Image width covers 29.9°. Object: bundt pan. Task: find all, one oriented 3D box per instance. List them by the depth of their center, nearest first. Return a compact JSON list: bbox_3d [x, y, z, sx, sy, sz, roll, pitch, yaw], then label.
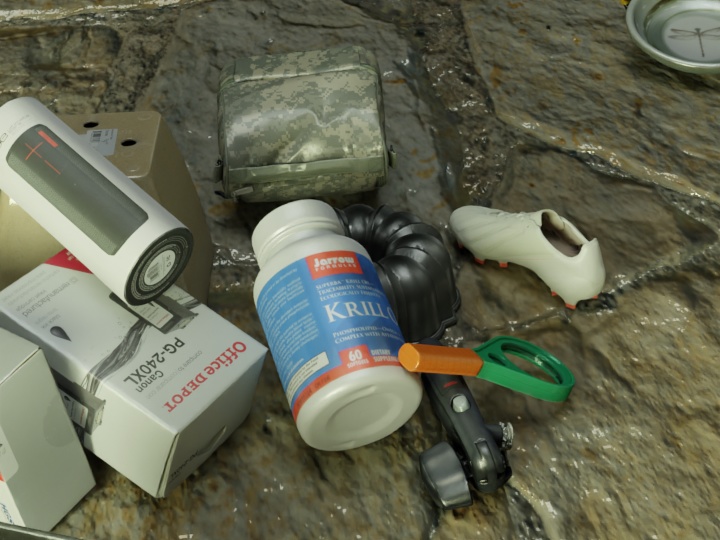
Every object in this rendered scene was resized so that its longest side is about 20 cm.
[{"bbox_3d":[0.000,0.000,1.307,0.198,0.077,0.203,-1,32,1],"label":"bundt pan"}]

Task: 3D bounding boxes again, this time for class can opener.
[{"bbox_3d":[0.078,0.117,1.129,0.077,0.064,0.201,-7,33,-6],"label":"can opener"}]

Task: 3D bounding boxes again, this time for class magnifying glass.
[{"bbox_3d":[0.109,0.080,1.140,0.198,0.023,0.080,11,25,-44],"label":"magnifying glass"}]

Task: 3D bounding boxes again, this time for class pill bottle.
[{"bbox_3d":[-0.029,0.041,1.153,0.111,0.113,0.202,-13,56,-16],"label":"pill bottle"}]

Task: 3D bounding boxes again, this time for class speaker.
[{"bbox_3d":[-0.236,-0.061,1.140,0.199,0.082,0.081,40,48,20],"label":"speaker"}]

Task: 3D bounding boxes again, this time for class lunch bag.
[{"bbox_3d":[-0.065,-0.148,1.481,0.197,0.141,0.169,-5,32,-2],"label":"lunch bag"}]

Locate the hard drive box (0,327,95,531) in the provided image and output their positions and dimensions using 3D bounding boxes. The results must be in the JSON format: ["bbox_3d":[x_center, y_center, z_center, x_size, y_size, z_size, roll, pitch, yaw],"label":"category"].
[{"bbox_3d":[-0.323,0.107,1.081,0.198,0.157,0.077,19,48,32],"label":"hard drive box"}]

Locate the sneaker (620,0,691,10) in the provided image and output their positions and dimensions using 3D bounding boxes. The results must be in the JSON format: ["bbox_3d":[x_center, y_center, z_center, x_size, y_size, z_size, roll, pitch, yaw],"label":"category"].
[{"bbox_3d":[0.406,-0.399,1.900,0.088,0.071,0.201,0,35,-2],"label":"sneaker"}]

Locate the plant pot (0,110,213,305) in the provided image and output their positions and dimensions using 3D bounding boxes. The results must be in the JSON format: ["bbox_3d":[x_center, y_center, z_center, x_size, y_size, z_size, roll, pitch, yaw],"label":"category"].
[{"bbox_3d":[-0.254,-0.043,1.298,0.197,0.179,0.201,-3,32,0],"label":"plant pot"}]

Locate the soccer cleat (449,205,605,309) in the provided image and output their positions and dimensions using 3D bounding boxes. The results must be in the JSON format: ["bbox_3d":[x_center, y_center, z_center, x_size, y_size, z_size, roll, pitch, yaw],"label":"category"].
[{"bbox_3d":[0.167,-0.034,1.344,0.069,0.079,0.199,-26,39,-32],"label":"soccer cleat"}]

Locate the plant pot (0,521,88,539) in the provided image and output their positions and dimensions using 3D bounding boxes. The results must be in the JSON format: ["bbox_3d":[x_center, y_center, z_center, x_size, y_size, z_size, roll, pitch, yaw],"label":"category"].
[{"bbox_3d":[-0.217,0.286,0.783,0.196,0.180,0.201,7,33,16],"label":"plant pot"}]

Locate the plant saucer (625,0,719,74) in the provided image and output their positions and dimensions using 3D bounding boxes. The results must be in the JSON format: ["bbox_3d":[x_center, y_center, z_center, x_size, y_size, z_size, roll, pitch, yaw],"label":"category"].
[{"bbox_3d":[0.444,-0.309,1.757,0.197,0.051,0.202,-2,45,2],"label":"plant saucer"}]

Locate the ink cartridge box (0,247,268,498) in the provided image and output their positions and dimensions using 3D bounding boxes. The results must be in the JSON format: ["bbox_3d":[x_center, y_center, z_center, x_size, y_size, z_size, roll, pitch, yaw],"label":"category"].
[{"bbox_3d":[-0.197,0.074,1.130,0.199,0.084,0.145,32,38,12],"label":"ink cartridge box"}]
